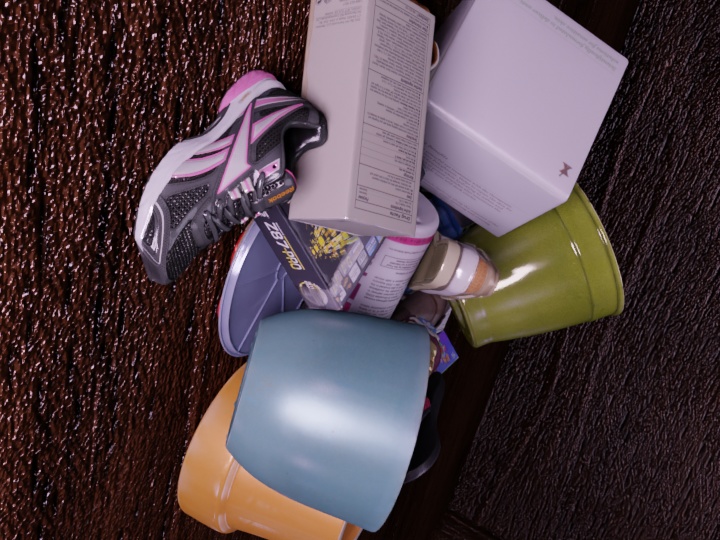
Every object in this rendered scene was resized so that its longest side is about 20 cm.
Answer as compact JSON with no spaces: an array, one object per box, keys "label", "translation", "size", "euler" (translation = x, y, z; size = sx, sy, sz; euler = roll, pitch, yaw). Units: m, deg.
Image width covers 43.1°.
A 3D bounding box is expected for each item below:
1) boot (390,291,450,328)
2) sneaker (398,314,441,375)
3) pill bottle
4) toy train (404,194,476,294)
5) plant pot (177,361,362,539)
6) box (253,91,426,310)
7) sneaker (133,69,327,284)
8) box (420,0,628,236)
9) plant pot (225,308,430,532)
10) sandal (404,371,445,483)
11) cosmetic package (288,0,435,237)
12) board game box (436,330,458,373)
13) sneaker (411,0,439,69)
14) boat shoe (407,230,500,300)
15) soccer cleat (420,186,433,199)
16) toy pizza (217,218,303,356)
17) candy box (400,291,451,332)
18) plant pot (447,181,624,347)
[{"label":"boot","translation":[0.042,0.094,1.264],"size":[0.199,0.071,0.145],"euler":[-38,168,36]},{"label":"sneaker","translation":[0.057,0.083,1.047],"size":[0.090,0.075,0.200],"euler":[-45,-178,-21]},{"label":"pill bottle","translation":[0.000,0.000,1.040],"size":[0.113,0.112,0.202],"euler":[-35,155,-59]},{"label":"toy train","translation":[0.092,-0.045,1.228],"size":[0.198,0.087,0.115],"euler":[-27,154,-19]},{"label":"plant pot","translation":[-0.074,0.225,1.027],"size":[0.201,0.181,0.202],"euler":[-55,161,-29]},{"label":"box","translation":[-0.022,-0.091,0.868],"size":[0.201,0.048,0.163],"euler":[-57,136,-33]},{"label":"sneaker","translation":[-0.096,-0.072,0.714],"size":[0.202,0.085,0.081],"euler":[-58,160,-20]},{"label":"box","translation":[0.156,-0.187,1.045],"size":[0.202,0.197,0.171],"euler":[-61,-170,-18]},{"label":"plant pot","translation":[-0.039,0.129,0.877],"size":[0.201,0.158,0.204],"euler":[-164,-90,-84]},{"label":"sandal","translation":[0.051,0.161,0.993],"size":[0.046,0.074,0.201],"euler":[61,21,-19]},{"label":"cosmetic package","translation":[0.003,-0.137,0.799],"size":[0.103,0.072,0.204],"euler":[12,83,-50]},{"label":"board game box","translation":[0.029,0.162,1.228],"size":[0.134,0.045,0.199],"euler":[-30,-178,40]},{"label":"sneaker","translation":[0.035,-0.201,0.940],"size":[0.073,0.084,0.201],"euler":[-58,166,-24]},{"label":"boat shoe","translation":[0.101,0.001,1.013],"size":[0.200,0.067,0.076],"euler":[-122,-125,-82]},{"label":"soccer cleat","translation":[0.074,-0.132,1.197],"size":[0.081,0.067,0.201],"euler":[-45,158,-21]},{"label":"toy pizza","translation":[-0.089,-0.009,0.919],"size":[0.201,0.031,0.202],"euler":[-54,159,-31]},{"label":"candy box","translation":[0.093,0.003,1.348],"size":[0.203,0.114,0.055],"euler":[-68,162,9]},{"label":"plant pot","translation":[0.203,0.002,1.167],"size":[0.190,0.203,0.201],"euler":[-23,157,-2]}]
